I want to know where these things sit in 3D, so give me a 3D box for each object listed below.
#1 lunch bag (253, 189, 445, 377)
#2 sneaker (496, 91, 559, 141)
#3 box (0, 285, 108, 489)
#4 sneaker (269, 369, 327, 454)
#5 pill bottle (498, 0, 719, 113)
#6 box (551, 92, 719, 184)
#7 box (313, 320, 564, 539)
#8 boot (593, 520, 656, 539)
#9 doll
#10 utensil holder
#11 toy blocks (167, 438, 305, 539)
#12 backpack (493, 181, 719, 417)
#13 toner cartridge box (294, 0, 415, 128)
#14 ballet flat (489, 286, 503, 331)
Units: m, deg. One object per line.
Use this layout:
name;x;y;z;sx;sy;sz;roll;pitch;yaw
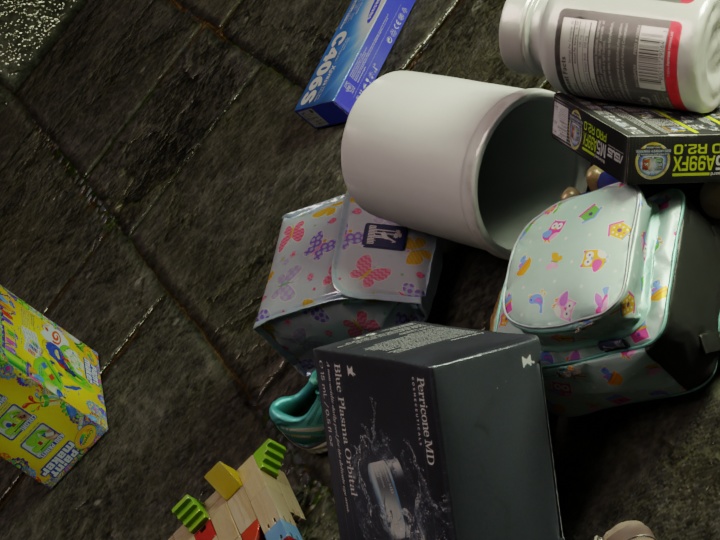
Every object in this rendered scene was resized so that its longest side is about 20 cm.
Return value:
lunch bag;0.000;0.000;1.951;0.199;0.127;0.170;-15;44;32
sneaker;0.154;-0.144;1.956;0.200;0.075;0.087;-3;42;48
box;-0.451;0.149;2.401;0.122;0.192;0.200;-46;27;12
sneaker;-0.012;0.123;1.867;0.200;0.080;0.078;-37;31;27
pill bottle;0.229;-0.208;1.622;0.199;0.111;0.111;12;64;31
box;0.276;-0.120;1.606;0.200;0.159;0.044;-129;39;-69
box;0.065;0.156;1.559;0.200;0.117;0.198;3;104;59
boot;0.167;0.289;1.414;0.200;0.070;0.146;-38;24;24
doll;0.278;-0.074;1.678;0.136;0.049;0.200;-41;23;-24
utensil holder;0.102;-0.113;1.820;0.200;0.170;0.170;18;72;45
toy blocks;-0.125;0.292;1.848;0.200;0.100;0.137;-45;39;13
backpack;0.205;0.029;1.564;0.200;0.153;0.176;-26;41;44
toner cartridge box;-0.007;-0.285;2.388;0.095;0.043;0.201;-6;52;54
ballet flat;0.139;0.093;1.694;0.201;0.068;0.072;-83;20;-45
